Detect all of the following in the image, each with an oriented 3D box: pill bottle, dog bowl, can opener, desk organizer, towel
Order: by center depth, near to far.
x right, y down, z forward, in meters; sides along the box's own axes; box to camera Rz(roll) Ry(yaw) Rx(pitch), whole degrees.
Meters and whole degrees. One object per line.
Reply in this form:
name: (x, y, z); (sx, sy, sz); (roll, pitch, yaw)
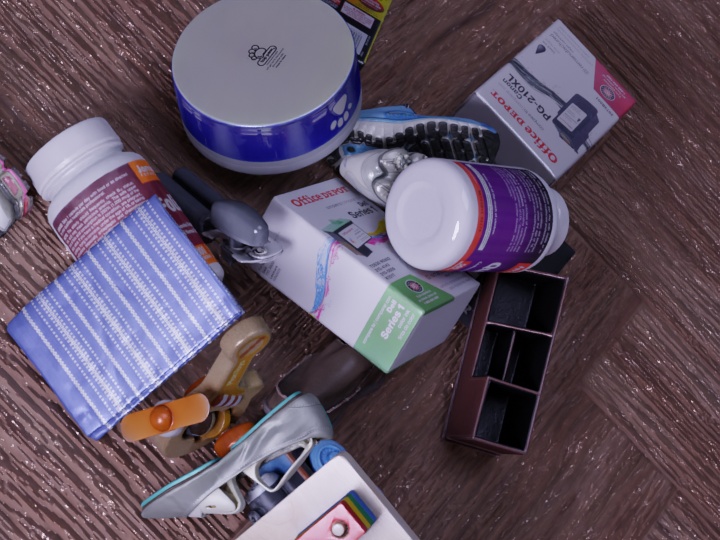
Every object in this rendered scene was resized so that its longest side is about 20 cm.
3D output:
towel: (-0.223, 0.047, 1.406); (0.145, 0.200, 0.024); (51, 10, 7)
pill bottle: (-0.234, -0.043, 1.471); (0.114, 0.114, 0.200); (-32, 83, -37)
can opener: (-0.145, -0.065, 1.498); (0.053, 0.067, 0.200); (-16, 36, -32)
pill bottle: (0.126, -0.054, 1.539); (0.200, 0.112, 0.113); (2, 63, -47)
desk organizer: (0.155, 0.093, 1.592); (0.071, 0.077, 0.201); (18, 79, -17)
dog bowl: (-0.099, -0.204, 1.598); (0.199, 0.079, 0.201); (-2, 55, 3)

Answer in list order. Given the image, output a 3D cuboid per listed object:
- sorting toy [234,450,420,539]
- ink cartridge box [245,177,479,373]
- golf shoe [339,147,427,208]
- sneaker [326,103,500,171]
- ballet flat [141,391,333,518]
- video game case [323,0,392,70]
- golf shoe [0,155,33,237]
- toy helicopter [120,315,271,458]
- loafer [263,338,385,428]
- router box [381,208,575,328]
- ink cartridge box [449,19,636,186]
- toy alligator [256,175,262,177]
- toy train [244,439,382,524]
sorting toy: (-0.031, 0.305, 1.346); (0.200, 0.199, 0.070); (50, 14, 3)
ink cartridge box: (0.000, 0.000, 1.533); (0.200, 0.084, 0.145); (37, 25, 16)
golf shoe: (0.062, -0.087, 1.617); (0.200, 0.097, 0.079); (28, 81, -43)
sneaker: (0.059, -0.158, 1.676); (0.199, 0.079, 0.090); (5, 39, 14)
ballet flat: (-0.112, 0.189, 1.387); (0.200, 0.067, 0.064); (-36, 80, 5)
video game case: (-0.057, -0.351, 1.788); (0.200, 0.026, 0.181); (29, 55, -11)
golf shoe: (-0.412, -0.108, 1.434); (0.200, 0.073, 0.092); (44, 54, -2)
toy helicopter: (-0.141, 0.110, 1.387); (0.132, 0.200, 0.079); (-15, 60, -38)
loafer: (-0.030, 0.101, 1.498); (0.073, 0.071, 0.200); (31, 29, 14)
router box: (0.128, -0.034, 1.703); (0.200, 0.052, 0.157); (45, 53, -1)
ink cartridge box: (0.218, -0.190, 1.815); (0.145, 0.084, 0.200); (47, 53, 1)
toy alligator: (-0.085, -0.193, 1.669); (0.059, 0.054, 0.201); (26, 55, -15)
toy train: (-0.029, 0.253, 1.438); (0.200, 0.087, 0.114); (51, 47, 3)
